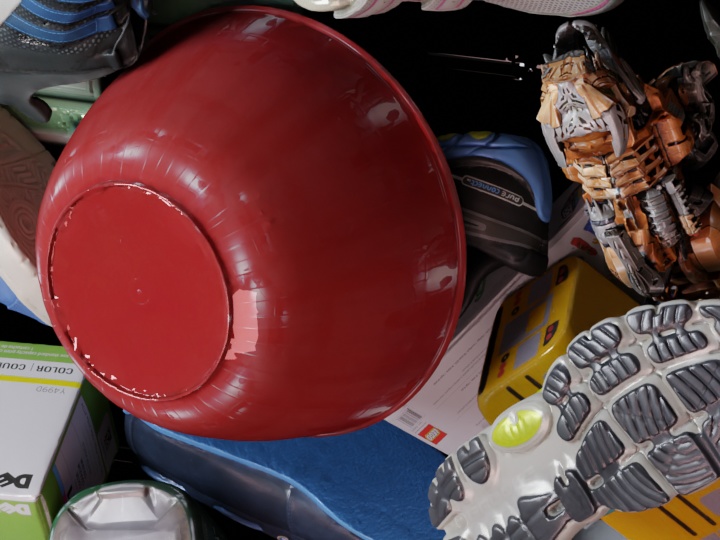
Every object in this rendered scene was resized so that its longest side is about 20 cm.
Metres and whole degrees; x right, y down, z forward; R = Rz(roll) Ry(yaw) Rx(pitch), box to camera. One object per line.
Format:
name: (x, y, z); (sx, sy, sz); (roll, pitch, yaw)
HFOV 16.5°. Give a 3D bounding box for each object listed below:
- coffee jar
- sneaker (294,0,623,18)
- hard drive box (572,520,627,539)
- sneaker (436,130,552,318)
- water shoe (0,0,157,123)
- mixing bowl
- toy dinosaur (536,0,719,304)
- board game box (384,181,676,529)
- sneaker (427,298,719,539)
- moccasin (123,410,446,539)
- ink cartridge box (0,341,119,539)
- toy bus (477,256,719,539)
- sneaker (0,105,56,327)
coffee jar: (-0.092, 0.181, 1.282); (0.085, 0.105, 0.200); (-5, 159, 14)
sneaker: (0.015, -0.135, 0.994); (0.199, 0.088, 0.081); (13, 136, 3)
hard drive box: (0.160, 0.204, 1.296); (0.199, 0.077, 0.156); (-12, 130, 26)
sneaker: (0.001, 0.000, 1.128); (0.199, 0.083, 0.071); (-20, 160, 32)
water shoe: (-0.114, -0.129, 1.055); (0.079, 0.072, 0.200); (31, 147, -22)
mixing bowl: (-0.065, -0.006, 1.071); (0.200, 0.108, 0.201); (11, 112, 29)
toy dinosaur: (0.121, -0.036, 1.019); (0.102, 0.136, 0.200); (1, 143, 10)
board game box: (0.112, 0.038, 1.174); (0.126, 0.035, 0.200); (29, 134, -14)
sneaker: (0.109, 0.062, 1.034); (0.200, 0.080, 0.078); (-33, 83, 42)
moccasin: (-0.025, 0.106, 1.266); (0.200, 0.081, 0.068); (27, 142, 10)
ink cartridge box: (-0.221, 0.130, 1.245); (0.147, 0.200, 0.076); (4, 134, 12)
toy bus: (0.142, 0.083, 1.140); (0.200, 0.065, 0.078); (37, 130, -20)
sneaker: (-0.217, -0.037, 1.164); (0.111, 0.077, 0.200); (-28, 117, 29)
